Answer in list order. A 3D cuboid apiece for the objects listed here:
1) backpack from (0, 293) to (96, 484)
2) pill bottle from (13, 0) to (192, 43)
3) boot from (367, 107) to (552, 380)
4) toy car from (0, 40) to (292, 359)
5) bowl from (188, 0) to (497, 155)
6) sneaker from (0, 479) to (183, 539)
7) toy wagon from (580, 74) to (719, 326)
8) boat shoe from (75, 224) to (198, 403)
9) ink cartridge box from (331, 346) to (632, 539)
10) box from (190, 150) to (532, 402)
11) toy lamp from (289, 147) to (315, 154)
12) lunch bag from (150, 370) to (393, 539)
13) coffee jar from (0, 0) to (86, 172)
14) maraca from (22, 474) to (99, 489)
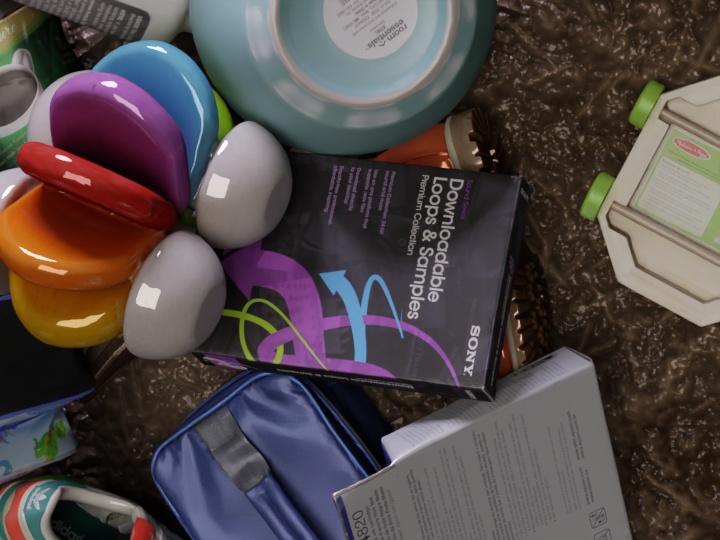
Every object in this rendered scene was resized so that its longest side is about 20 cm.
[{"bbox_3d":[-0.297,0.081,1.490,0.200,0.183,0.147,-3,99,44],"label":"backpack"},{"bbox_3d":[-0.160,-0.211,1.464,0.199,0.111,0.111,19,103,-12],"label":"pill bottle"},{"bbox_3d":[0.062,0.003,1.490,0.107,0.075,0.201,-18,87,19],"label":"boot"},{"bbox_3d":[-0.151,-0.056,1.376,0.175,0.150,0.200,21,62,19],"label":"toy car"},{"bbox_3d":[-0.005,-0.164,1.388,0.200,0.105,0.201,-1,101,-6],"label":"bowl"},{"bbox_3d":[-0.148,0.196,1.477,0.200,0.093,0.070,32,66,-21],"label":"sneaker"},{"bbox_3d":[0.243,-0.065,1.451,0.155,0.040,0.200,29,103,7],"label":"toy wagon"},{"bbox_3d":[-0.129,0.023,1.529,0.075,0.075,0.202,41,104,6],"label":"boat shoe"},{"bbox_3d":[0.081,0.177,1.441,0.200,0.041,0.200,-25,116,-22],"label":"ink cartridge box"},{"bbox_3d":[0.000,0.000,1.431,0.199,0.036,0.143,6,76,16],"label":"box"},{"bbox_3d":[0.002,-0.128,1.488,0.058,0.058,0.200,36,106,5],"label":"toy lamp"},{"bbox_3d":[-0.039,0.161,1.500,0.136,0.132,0.200,-37,88,15],"label":"lunch bag"},{"bbox_3d":[-0.219,-0.104,1.525,0.104,0.085,0.200,-35,91,11],"label":"coffee jar"},{"bbox_3d":[-0.200,0.239,1.562,0.137,0.107,0.200,-20,95,13],"label":"maraca"}]
